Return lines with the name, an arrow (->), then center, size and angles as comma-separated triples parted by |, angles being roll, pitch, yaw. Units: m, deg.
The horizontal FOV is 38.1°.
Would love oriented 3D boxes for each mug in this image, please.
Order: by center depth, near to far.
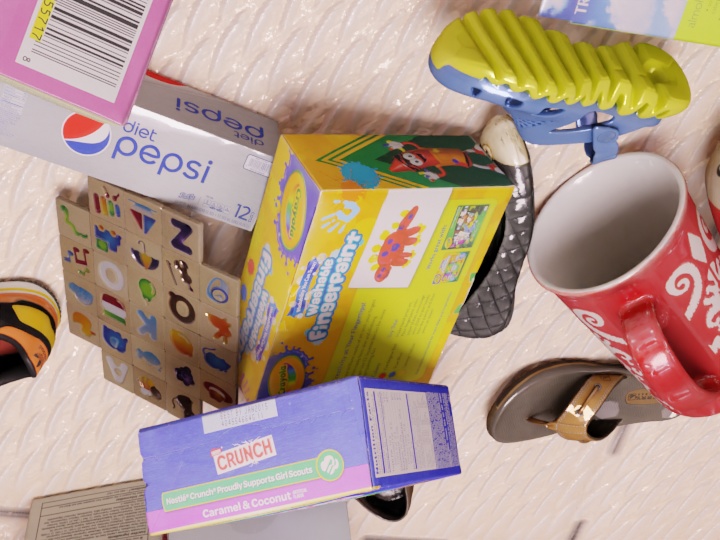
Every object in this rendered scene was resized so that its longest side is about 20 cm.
mug -> 0.232, 0.039, 0.833 | 0.132, 0.179, 0.200 | -5, 141, 44

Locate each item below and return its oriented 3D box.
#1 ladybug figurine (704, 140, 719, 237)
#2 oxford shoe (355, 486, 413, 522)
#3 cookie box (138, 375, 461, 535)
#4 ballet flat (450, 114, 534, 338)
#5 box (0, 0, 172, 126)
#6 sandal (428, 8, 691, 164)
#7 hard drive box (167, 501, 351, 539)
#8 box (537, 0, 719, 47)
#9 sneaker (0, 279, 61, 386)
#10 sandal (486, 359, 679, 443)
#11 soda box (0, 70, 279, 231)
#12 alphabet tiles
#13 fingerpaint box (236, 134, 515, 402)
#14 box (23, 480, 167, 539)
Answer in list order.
ladybug figurine -> 0.329, -0.035, 0.824 | 0.071, 0.137, 0.201 | -15, 123, 36
oxford shoe -> -0.007, 0.144, 0.906 | 0.072, 0.085, 0.201 | -31, 120, 14
cookie box -> -0.036, 0.132, 0.756 | 0.169, 0.076, 0.200 | -15, 167, 20
ballet flat -> 0.099, -0.026, 0.821 | 0.056, 0.067, 0.203 | -8, 125, -16
box -> -0.151, -0.180, 0.573 | 0.096, 0.200, 0.178 | 21, 91, -21
sandal -> 0.133, -0.120, 0.731 | 0.197, 0.080, 0.087 | 10, 140, -23
hard drive box -> -0.082, 0.279, 0.941 | 0.153, 0.078, 0.201 | -7, 146, -4
box -> 0.226, -0.225, 0.727 | 0.197, 0.048, 0.123 | 6, 121, -11
sneaker -> -0.332, 0.065, 0.800 | 0.197, 0.090, 0.071 | -12, 124, -2
sandal -> 0.213, 0.127, 0.945 | 0.196, 0.055, 0.083 | -2, 123, -8
soda box -> -0.156, -0.100, 0.735 | 0.197, 0.069, 0.064 | 19, 118, -19
alphabet tiles -> -0.160, 0.028, 0.789 | 0.165, 0.006, 0.202 | 23, 131, 19
fingerpaint box -> 0.000, 0.000, 0.783 | 0.165, 0.074, 0.202 | -5, 131, -31
box -> -0.221, 0.295, 0.897 | 0.126, 0.201, 0.110 | -9, 123, -2
